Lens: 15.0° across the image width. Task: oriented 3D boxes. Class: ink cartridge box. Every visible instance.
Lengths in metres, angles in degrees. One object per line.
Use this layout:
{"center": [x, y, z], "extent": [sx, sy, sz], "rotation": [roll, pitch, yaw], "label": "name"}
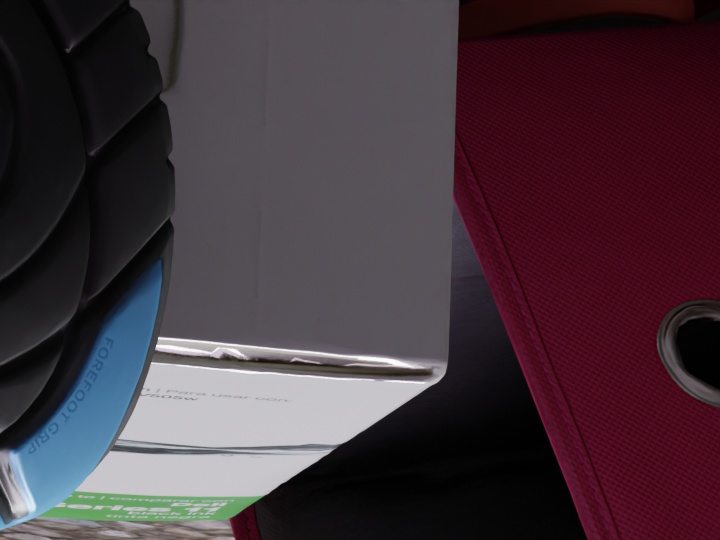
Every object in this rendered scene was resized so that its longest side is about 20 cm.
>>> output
{"center": [-0.043, -0.030, 0.593], "extent": [0.083, 0.147, 0.200], "rotation": [5, 167, -13], "label": "ink cartridge box"}

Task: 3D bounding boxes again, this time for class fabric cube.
{"center": [0.102, 0.070, 0.654], "extent": [0.199, 0.196, 0.200], "rotation": [-6, 145, -20], "label": "fabric cube"}

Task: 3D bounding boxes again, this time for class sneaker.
{"center": [-0.090, -0.053, 0.463], "extent": [0.073, 0.200, 0.082], "rotation": [-19, -175, -30], "label": "sneaker"}

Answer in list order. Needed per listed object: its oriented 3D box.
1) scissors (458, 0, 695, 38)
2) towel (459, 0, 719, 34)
{"center": [0.003, -0.046, 0.698], "extent": [0.200, 0.014, 0.073], "rotation": [-8, 164, 34], "label": "scissors"}
{"center": [0.090, -0.053, 0.723], "extent": [0.200, 0.023, 0.144], "rotation": [11, 163, -32], "label": "towel"}
